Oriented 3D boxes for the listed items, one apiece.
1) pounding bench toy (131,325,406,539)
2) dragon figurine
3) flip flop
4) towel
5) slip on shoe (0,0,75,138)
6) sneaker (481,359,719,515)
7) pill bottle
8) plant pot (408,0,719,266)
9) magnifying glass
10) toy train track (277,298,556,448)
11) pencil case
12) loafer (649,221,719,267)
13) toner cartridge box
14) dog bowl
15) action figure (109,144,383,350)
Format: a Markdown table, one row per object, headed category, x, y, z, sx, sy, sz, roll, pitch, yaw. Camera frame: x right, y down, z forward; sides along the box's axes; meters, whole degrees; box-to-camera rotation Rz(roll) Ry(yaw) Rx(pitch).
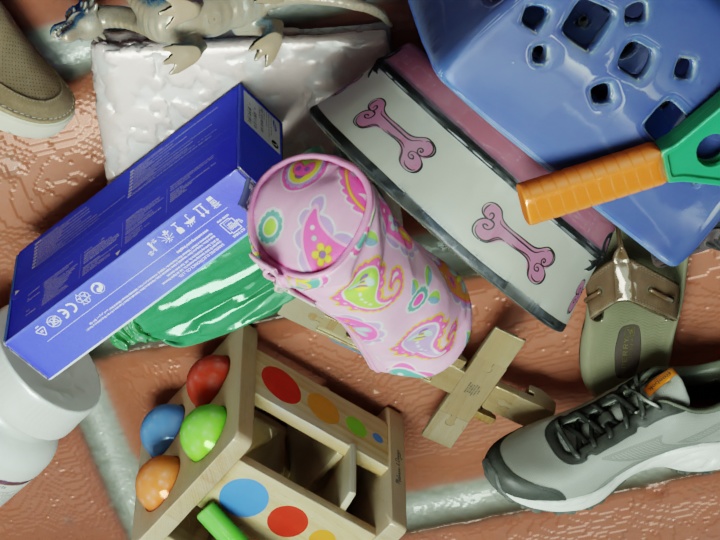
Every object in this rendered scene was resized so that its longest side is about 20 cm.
| category | x | y | z | sx | sy | sz | roll | pitch | yaw |
| --- | --- | --- | --- | --- | --- | --- | --- | --- | --- |
| pounding bench toy | -0.068 | 0.159 | 1.545 | 0.156 | 0.200 | 0.124 | 31 | 120 | -21 |
| dragon figurine | -0.087 | -0.167 | 1.401 | 0.200 | 0.099 | 0.059 | -13 | 125 | -14 |
| flip flop | 0.177 | 0.018 | 1.532 | 0.081 | 0.058 | 0.200 | 1 | 127 | 2 |
| towel | -0.069 | -0.069 | 1.487 | 0.191 | 0.032 | 0.200 | -3 | 126 | 1 |
| slip on shoe | -0.245 | -0.158 | 1.401 | 0.200 | 0.076 | 0.061 | 42 | 122 | -17 |
| sneaker | 0.174 | 0.103 | 1.549 | 0.200 | 0.074 | 0.079 | -15 | 135 | -14 |
| pill bottle | -0.274 | 0.115 | 1.567 | 0.110 | 0.110 | 0.200 | 38 | 117 | -24 |
| plant pot | 0.156 | -0.157 | 1.332 | 0.200 | 0.200 | 0.180 | 37 | 110 | -25 |
| magnifying glass | 0.183 | -0.066 | 1.268 | 0.200 | 0.022 | 0.080 | -18 | 119 | -4 |
| toy train track | 0.040 | 0.054 | 1.577 | 0.200 | 0.033 | 0.115 | 24 | 129 | -10 |
| pencil case | 0.000 | 0.000 | 1.394 | 0.087 | 0.087 | 0.200 | -21 | 154 | 14 |
| loafer | 0.228 | -0.030 | 1.385 | 0.072 | 0.200 | 0.063 | -13 | 98 | -23 |
| toner cartridge box | -0.135 | -0.023 | 1.442 | 0.200 | 0.095 | 0.043 | -35 | 120 | 23 |
| dog bowl | 0.068 | -0.056 | 1.378 | 0.200 | 0.200 | 0.074 | 38 | 97 | -24 |
| action figure | -0.080 | -0.005 | 1.477 | 0.200 | 0.055 | 0.118 | -30 | 131 | 14 |
